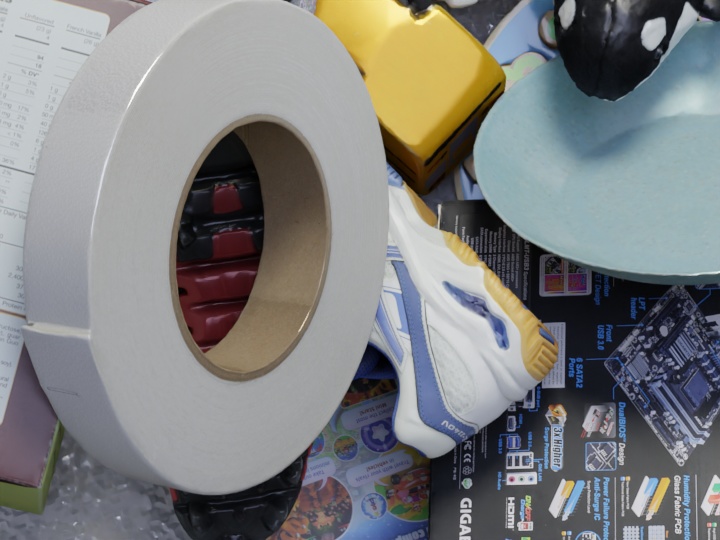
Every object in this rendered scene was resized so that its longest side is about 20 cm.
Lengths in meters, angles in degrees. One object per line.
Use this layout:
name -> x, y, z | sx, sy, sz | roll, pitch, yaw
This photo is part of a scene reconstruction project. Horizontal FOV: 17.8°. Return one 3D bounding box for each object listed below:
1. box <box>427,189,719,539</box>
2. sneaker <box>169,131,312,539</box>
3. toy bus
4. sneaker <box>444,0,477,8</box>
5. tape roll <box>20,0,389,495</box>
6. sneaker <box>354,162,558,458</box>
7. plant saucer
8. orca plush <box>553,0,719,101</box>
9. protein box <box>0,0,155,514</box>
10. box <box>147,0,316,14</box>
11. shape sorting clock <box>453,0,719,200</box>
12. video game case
box -> 0.132, 0.060, 1.044 | 0.197, 0.050, 0.201 | -2, 63, 9
sneaker -> -0.063, 0.027, 1.053 | 0.070, 0.098, 0.202 | -5, 100, -12
toy bus -> -0.023, -0.129, 1.103 | 0.200, 0.078, 0.065 | 41, 79, 12
sneaker -> 0.074, -0.193, 1.151 | 0.199, 0.086, 0.075 | -26, 115, -34
tape roll -> -0.057, -0.011, 0.927 | 0.037, 0.203, 0.204 | 8, 70, 33
sneaker -> 0.000, 0.000, 1.043 | 0.088, 0.075, 0.200 | -44, 51, 3
plant saucer -> 0.152, -0.046, 1.045 | 0.200, 0.039, 0.202 | -6, 38, 5
orca plush -> 0.146, -0.176, 1.077 | 0.105, 0.071, 0.200 | 32, 64, 14
protein box -> -0.175, -0.013, 0.988 | 0.134, 0.199, 0.201 | 15, 80, -5
box -> -0.121, -0.182, 1.012 | 0.199, 0.115, 0.133 | 13, 103, 15
shape sorting clock -> 0.144, -0.058, 1.125 | 0.199, 0.039, 0.201 | 0, 83, 2
video game case -> -0.016, 0.051, 1.099 | 0.142, 0.018, 0.201 | -18, 79, -14
